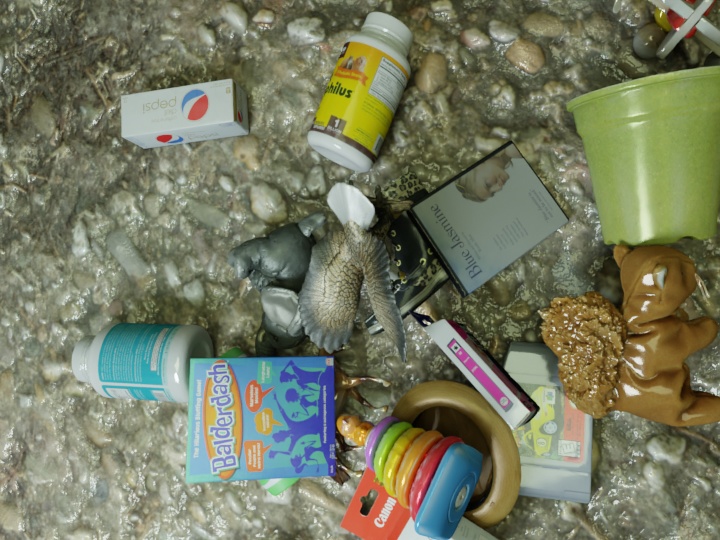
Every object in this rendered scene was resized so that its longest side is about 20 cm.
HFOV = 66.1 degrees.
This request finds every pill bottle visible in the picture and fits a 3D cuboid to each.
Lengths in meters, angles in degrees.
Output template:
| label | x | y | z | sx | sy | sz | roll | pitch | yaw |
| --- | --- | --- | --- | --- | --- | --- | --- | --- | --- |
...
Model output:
| label | x | y | z | sx | sy | sz | roll | pitch | yaw |
| --- | --- | --- | --- | --- | --- | --- | --- | --- | --- |
| pill bottle | 0.005 | -0.258 | 0.804 | 0.106 | 0.109 | 0.206 | 23 | 90 | 12 |
| pill bottle | -0.331 | 0.137 | 0.838 | 0.192 | 0.111 | 0.116 | 1 | 86 | 11 |

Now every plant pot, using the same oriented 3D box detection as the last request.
| label | x | y | z | sx | sy | sz | roll | pitch | yaw |
| --- | --- | --- | --- | --- | --- | --- | --- | --- | --- |
| plant pot | 0.368 | -0.131 | 0.694 | 0.193 | 0.200 | 0.192 | -5 | 95 | 10 |

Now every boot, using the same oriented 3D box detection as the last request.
| label | x | y | z | sx | sy | sz | roll | pitch | yaw |
| --- | --- | --- | --- | --- | --- | --- | --- | --- | --- |
| boot | 0.053 | -0.025 | 0.793 | 0.202 | 0.074 | 0.155 | -40 | 82 | -2 |

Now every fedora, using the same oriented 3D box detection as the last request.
| label | x | y | z | sx | sy | sz | roll | pitch | yaw |
| --- | --- | --- | --- | --- | --- | --- | --- | --- | --- |
| fedora | 0.127 | 0.239 | 0.744 | 0.194 | 0.081 | 0.209 | 4 | 101 | 23 |

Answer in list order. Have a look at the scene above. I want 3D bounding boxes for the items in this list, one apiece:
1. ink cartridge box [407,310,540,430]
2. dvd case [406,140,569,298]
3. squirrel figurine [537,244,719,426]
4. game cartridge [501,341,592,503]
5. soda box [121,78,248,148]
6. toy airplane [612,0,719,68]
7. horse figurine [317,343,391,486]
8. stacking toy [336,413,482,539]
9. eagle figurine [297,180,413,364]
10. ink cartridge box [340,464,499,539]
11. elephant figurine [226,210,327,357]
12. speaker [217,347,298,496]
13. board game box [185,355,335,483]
| label | x | y | z | sx | sy | sz | roll | pitch | yaw |
| --- | --- | --- | --- | --- | --- | --- | --- | --- | --- |
| ink cartridge box | 0.149 | 0.118 | 0.729 | 0.037 | 0.094 | 0.200 | -49 | 65 | 10 |
| dvd case | 0.177 | -0.076 | 0.766 | 0.197 | 0.018 | 0.145 | -32 | 81 | -15 |
| squirrel figurine | 0.319 | 0.070 | 0.657 | 0.192 | 0.142 | 0.193 | -9 | 112 | 2 |
| game cartridge | 0.248 | 0.204 | 0.758 | 0.128 | 0.041 | 0.208 | 1 | 86 | 15 |
| soda box | -0.279 | -0.248 | 0.883 | 0.192 | 0.064 | 0.071 | -5 | 85 | 10 |
| toy airplane | 0.409 | -0.326 | 0.715 | 0.192 | 0.142 | 0.207 | -4 | 68 | -21 |
| horse figurine | -0.031 | 0.208 | 0.801 | 0.129 | 0.050 | 0.207 | 19 | 94 | 22 |
| stacking toy | 0.045 | 0.229 | 0.690 | 0.196 | 0.116 | 0.112 | 22 | 77 | 38 |
| eagle figurine | 0.006 | 0.003 | 0.698 | 0.146 | 0.152 | 0.207 | 17 | 76 | -9 |
| ink cartridge box | 0.068 | 0.366 | 0.734 | 0.196 | 0.047 | 0.164 | 28 | 124 | 11 |
| elephant figurine | -0.102 | 0.046 | 0.805 | 0.138 | 0.154 | 0.206 | -21 | 92 | -25 |
| speaker | -0.153 | 0.217 | 0.803 | 0.087 | 0.088 | 0.203 | -36 | 85 | 6 |
| board game box | -0.130 | 0.196 | 0.741 | 0.192 | 0.045 | 0.158 | 0 | 78 | -9 |
